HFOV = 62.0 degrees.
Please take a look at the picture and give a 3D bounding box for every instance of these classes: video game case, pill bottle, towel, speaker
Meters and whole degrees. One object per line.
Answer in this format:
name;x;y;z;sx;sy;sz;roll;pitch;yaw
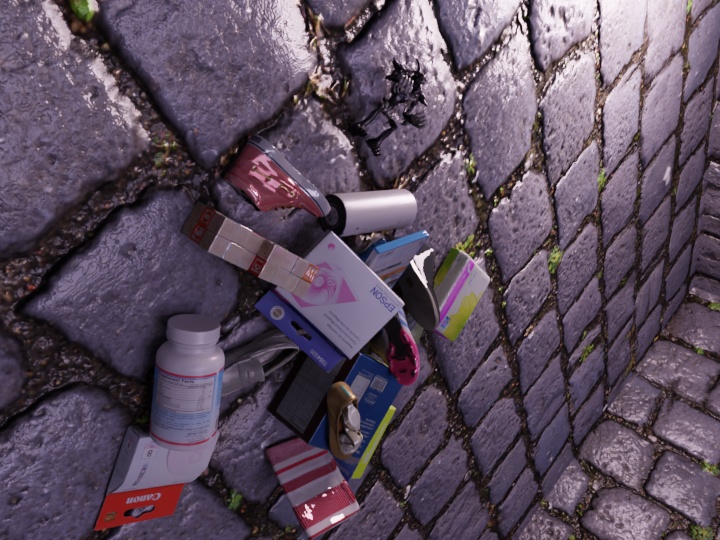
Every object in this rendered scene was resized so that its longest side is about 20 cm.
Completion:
video game case;0.041;0.006;1.191;0.143;0.018;0.200;-21;154;-40
pill bottle;-0.278;0.178;0.970;0.108;0.108;0.201;-4;109;-46
towel;-0.099;0.443;1.263;0.144;0.201;0.023;-11;150;-43
speaker;0.018;-0.112;1.155;0.199;0.081;0.082;-12;119;-43

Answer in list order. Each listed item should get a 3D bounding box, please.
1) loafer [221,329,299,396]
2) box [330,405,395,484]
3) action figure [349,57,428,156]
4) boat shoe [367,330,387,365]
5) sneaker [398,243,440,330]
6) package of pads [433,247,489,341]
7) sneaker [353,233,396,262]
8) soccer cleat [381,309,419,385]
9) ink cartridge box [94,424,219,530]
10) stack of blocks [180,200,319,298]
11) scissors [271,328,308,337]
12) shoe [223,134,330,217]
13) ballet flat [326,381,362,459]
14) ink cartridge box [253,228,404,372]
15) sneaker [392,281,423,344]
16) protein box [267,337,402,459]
loafer;-0.201;0.174;1.086;0.200;0.070;0.070;-33;133;-31
box;-0.017;0.369;1.354;0.048;0.122;0.201;28;90;-53
action figure;0.075;-0.304;1.094;0.200;0.102;0.119;-52;128;-10
boat shoe;0.037;0.143;1.330;0.074;0.066;0.201;-40;129;-20
sneaker;0.142;0.024;1.302;0.106;0.075;0.201;-16;81;-45
package of pads;0.232;0.065;1.497;0.201;0.068;0.154;-59;140;-4
sneaker;0.000;0.000;1.208;0.199;0.075;0.087;-25;134;-36
soccer cleat;0.081;0.134;1.242;0.086;0.069;0.201;-23;96;-72
ink cartridge box;-0.352;0.364;1.048;0.162;0.057;0.201;12;97;-50
stack of blocks;-0.173;-0.030;0.966;0.200;0.115;0.059;31;87;-50
scissors;-0.083;0.119;1.163;0.200;0.073;0.014;-21;154;-52
shoe;-0.136;-0.127;0.992;0.091;0.071;0.200;-54;135;-7
ballet flat;-0.027;0.302;1.141;0.068;0.063;0.201;-32;130;-30
ink cartridge box;-0.056;0.063;1.090;0.196;0.043;0.200;44;92;-15
sneaker;0.104;0.094;1.387;0.090;0.067;0.201;-46;133;-48
protein box;-0.044;0.258;1.252;0.198;0.135;0.201;36;84;-50
